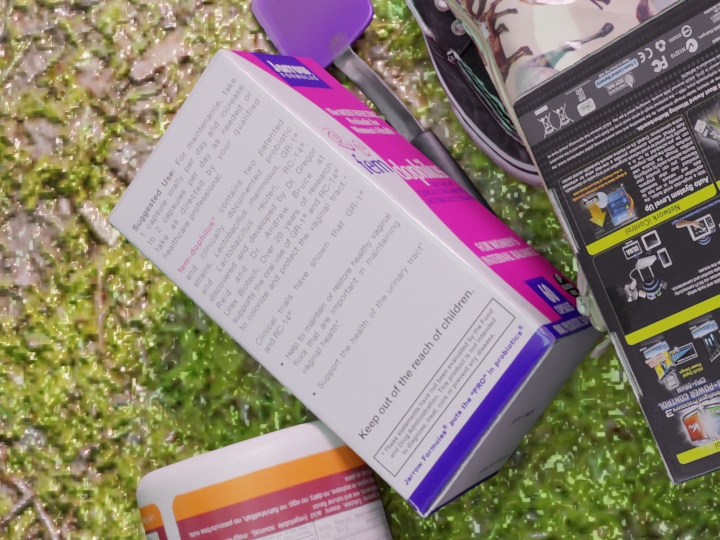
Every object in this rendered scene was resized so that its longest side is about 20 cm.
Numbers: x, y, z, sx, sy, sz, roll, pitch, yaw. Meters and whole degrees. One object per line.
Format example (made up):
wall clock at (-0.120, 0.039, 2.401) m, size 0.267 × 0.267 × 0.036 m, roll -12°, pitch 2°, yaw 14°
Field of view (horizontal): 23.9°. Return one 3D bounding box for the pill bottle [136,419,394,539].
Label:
pill bottle at (-0.025, 0.176, 0.765) m, size 0.109 × 0.110 × 0.202 m, roll -18°, pitch 84°, yaw 12°

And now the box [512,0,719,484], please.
box at (0.165, -0.031, 0.596) m, size 0.199 × 0.044 × 0.162 m, roll -29°, pitch 82°, yaw 40°

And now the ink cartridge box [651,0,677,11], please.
ink cartridge box at (0.222, -0.120, 0.729) m, size 0.196 × 0.043 × 0.202 m, roll -8°, pitch 106°, yaw 30°

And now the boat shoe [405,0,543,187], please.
boat shoe at (0.054, -0.134, 0.800) m, size 0.071 × 0.068 × 0.202 m, roll -24°, pitch 79°, yaw 11°

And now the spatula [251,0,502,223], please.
spatula at (0.017, -0.076, 0.827) m, size 0.056 × 0.021 × 0.201 m, roll -41°, pitch 78°, yaw 20°

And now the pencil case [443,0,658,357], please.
pencil case at (0.097, -0.069, 0.719) m, size 0.089 × 0.078 × 0.201 m, roll -25°, pitch 84°, yaw -14°

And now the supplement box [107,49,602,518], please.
supplement box at (0.000, 0.000, 0.774) m, size 0.200 × 0.101 × 0.104 m, roll 40°, pitch 108°, yaw 15°
